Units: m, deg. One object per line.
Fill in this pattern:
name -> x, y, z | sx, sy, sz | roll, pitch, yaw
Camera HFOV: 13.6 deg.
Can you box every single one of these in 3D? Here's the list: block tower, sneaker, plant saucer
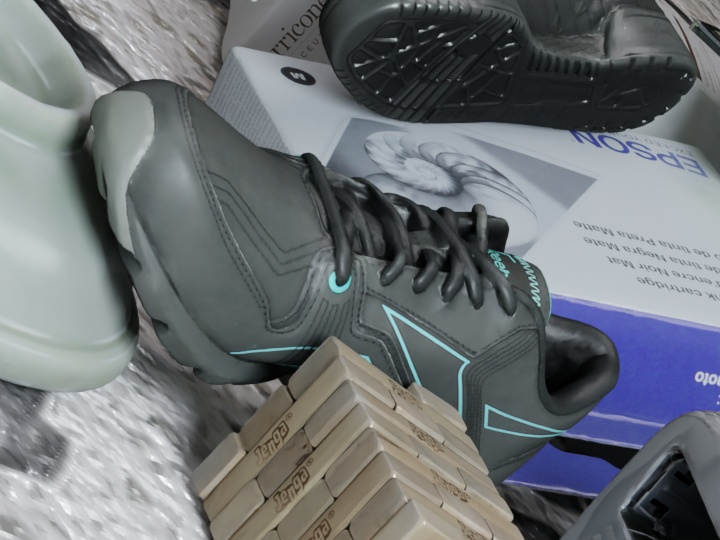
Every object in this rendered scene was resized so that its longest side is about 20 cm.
block tower -> 0.017, 0.092, 0.684 | 0.058, 0.054, 0.200 | 37, 14, -31
sneaker -> 0.048, -0.104, 1.040 | 0.199, 0.060, 0.105 | 6, 52, -44
sneaker -> 0.000, 0.000, 0.788 | 0.200, 0.079, 0.076 | 43, 28, -52
plant saucer -> -0.120, -0.056, 0.751 | 0.200, 0.050, 0.200 | 42, 13, -12

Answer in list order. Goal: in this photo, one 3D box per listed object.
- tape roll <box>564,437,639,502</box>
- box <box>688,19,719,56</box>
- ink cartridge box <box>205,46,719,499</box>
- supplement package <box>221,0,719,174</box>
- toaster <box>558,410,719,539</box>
tape roll -> 0.167, 0.104, 1.089 | 0.200, 0.066, 0.200 | 40, 13, -11
box -> 0.258, -0.045, 1.802 | 0.200, 0.086, 0.164 | 46, 13, 13
ink cartridge box -> 0.063, 0.004, 0.987 | 0.199, 0.041, 0.200 | 11, 28, -27
supplement package -> 0.057, -0.075, 1.193 | 0.200, 0.121, 0.120 | 40, 15, -13
toaster -> 0.119, 0.120, 0.780 | 0.129, 0.114, 0.200 | 37, 16, -18
